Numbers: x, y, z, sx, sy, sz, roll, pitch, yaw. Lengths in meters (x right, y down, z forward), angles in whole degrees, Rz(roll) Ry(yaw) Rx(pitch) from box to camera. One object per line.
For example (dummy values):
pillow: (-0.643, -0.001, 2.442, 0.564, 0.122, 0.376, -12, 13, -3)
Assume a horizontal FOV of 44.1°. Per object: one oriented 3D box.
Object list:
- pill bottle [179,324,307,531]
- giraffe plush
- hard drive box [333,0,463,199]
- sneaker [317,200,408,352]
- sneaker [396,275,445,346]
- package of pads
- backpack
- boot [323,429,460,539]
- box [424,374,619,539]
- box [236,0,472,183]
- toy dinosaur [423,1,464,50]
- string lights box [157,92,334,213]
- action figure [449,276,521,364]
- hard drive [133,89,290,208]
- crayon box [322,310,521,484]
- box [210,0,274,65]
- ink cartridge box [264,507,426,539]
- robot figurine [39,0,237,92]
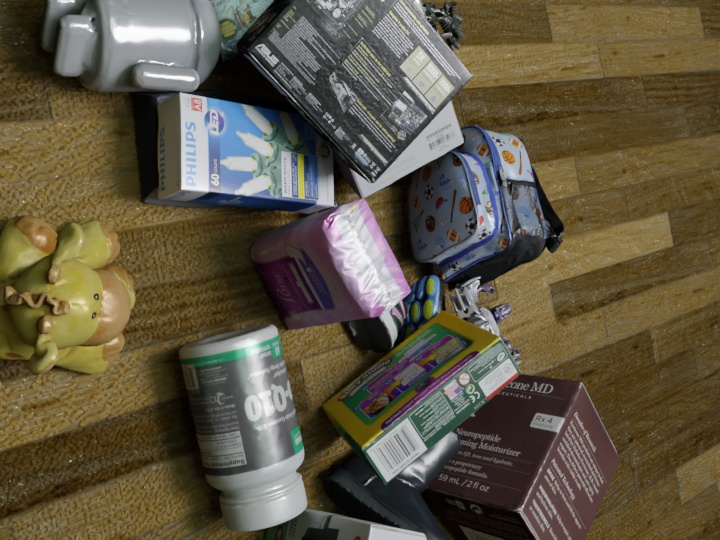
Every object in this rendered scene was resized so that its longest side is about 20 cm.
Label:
pill bottle: (-0.124, 0.169, 0.971, 0.112, 0.112, 0.204, -15, 94, -39)
giraffe plush: (-0.282, 0.027, 0.829, 0.198, 0.161, 0.176, -19, 97, -39)
hard drive box: (0.022, -0.216, 1.083, 0.154, 0.077, 0.202, -28, 126, -7)
sneaker: (0.000, 0.000, 1.129, 0.086, 0.079, 0.203, -45, 120, -46)
sneaker: (0.098, 0.107, 1.192, 0.082, 0.070, 0.204, -11, 96, -43)
package of pads: (-0.040, -0.004, 1.007, 0.075, 0.199, 0.122, -32, 100, -31)
backpack: (0.149, -0.092, 1.192, 0.152, 0.199, 0.194, 14, 63, -38)
boot: (0.076, 0.259, 1.088, 0.168, 0.199, 0.077, -39, 148, -32)
box: (0.215, 0.268, 1.185, 0.201, 0.164, 0.165, -55, 127, -30)
box: (-0.007, -0.227, 0.960, 0.164, 0.086, 0.200, -46, 114, 1)
toy dinosaur: (0.062, -0.334, 1.205, 0.133, 0.102, 0.204, 9, 100, -21)
string lights box: (-0.124, -0.125, 0.987, 0.197, 0.058, 0.105, 2, 83, -40)
action figure: (0.170, 0.076, 1.191, 0.200, 0.068, 0.133, 26, 49, -75)
hard drive: (-0.159, -0.143, 1.027, 0.197, 0.042, 0.138, -4, 87, -39)
crayon box: (0.066, 0.142, 1.049, 0.199, 0.172, 0.059, -37, 105, -10)
box: (-0.103, -0.347, 1.050, 0.198, 0.040, 0.139, -27, 101, -12)
ink cartridge box: (-0.028, 0.343, 0.970, 0.082, 0.198, 0.149, 20, 72, -34)
robot figurine: (-0.230, -0.246, 0.935, 0.197, 0.114, 0.171, -10, 57, -37)
